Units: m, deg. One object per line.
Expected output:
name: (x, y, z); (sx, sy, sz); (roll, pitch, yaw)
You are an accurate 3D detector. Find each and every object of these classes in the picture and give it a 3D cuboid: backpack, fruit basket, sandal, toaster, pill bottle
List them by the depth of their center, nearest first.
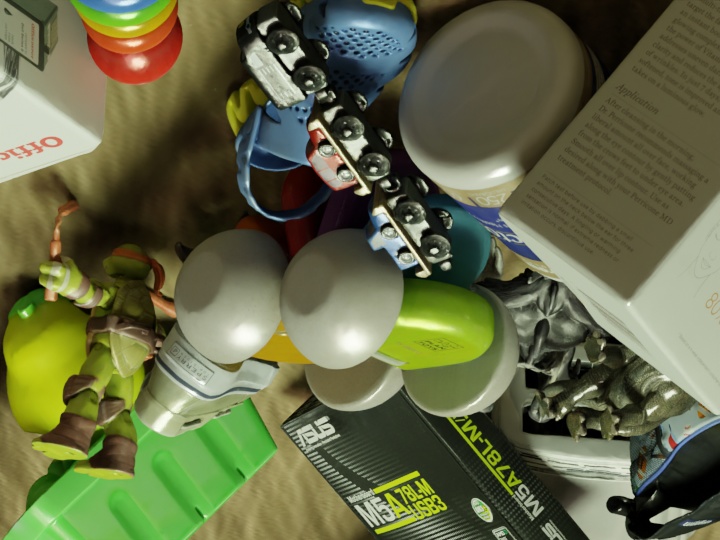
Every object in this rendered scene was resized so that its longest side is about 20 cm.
sandal: (-0.022, -0.094, 1.563); (0.079, 0.088, 0.200); (12, 149, -14)
pill bottle: (0.117, -0.062, 1.581); (0.115, 0.116, 0.200); (-14, 149, 28)
backpack: (0.275, 0.088, 1.755); (0.199, 0.155, 0.191); (2, 162, -12)
fruit basket: (-0.184, 0.112, 1.904); (0.214, 0.217, 0.156); (11, 154, -17)
toaster: (0.158, 0.121, 1.939); (0.199, 0.114, 0.129); (5, 149, 3)

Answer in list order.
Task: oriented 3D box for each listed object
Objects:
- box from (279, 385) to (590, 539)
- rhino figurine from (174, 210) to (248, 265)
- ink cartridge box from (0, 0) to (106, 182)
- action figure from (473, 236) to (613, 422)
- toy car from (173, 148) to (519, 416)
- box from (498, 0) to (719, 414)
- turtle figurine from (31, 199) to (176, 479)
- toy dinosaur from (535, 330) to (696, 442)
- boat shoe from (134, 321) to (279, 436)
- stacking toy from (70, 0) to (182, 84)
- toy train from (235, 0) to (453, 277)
box: (0.052, 0.151, 1.925); (0.193, 0.048, 0.200); (48, 153, -6)
rhino figurine: (-0.037, 0.011, 1.795); (0.199, 0.060, 0.087); (22, 151, -30)
ink cartridge box: (-0.254, -0.127, 1.515); (0.145, 0.085, 0.200); (-15, 148, 30)
action figure: (0.114, 0.022, 1.763); (0.118, 0.103, 0.200); (8, 154, -3)
toy car: (0.000, 0.000, 1.661); (0.199, 0.151, 0.175); (1, 163, 42)
box: (0.199, -0.051, 1.490); (0.106, 0.200, 0.152); (38, 175, 37)
turtle figurine: (-0.157, 0.051, 1.782); (0.064, 0.162, 0.200); (5, 164, 18)
toy dinosaur: (0.173, 0.072, 1.675); (0.102, 0.077, 0.200); (-7, 156, -26)
boat shoe: (-0.105, 0.064, 1.759); (0.062, 0.072, 0.200); (-49, 173, 7)
stacking toy: (-0.125, -0.160, 1.463); (0.085, 0.086, 0.200); (1, 159, 3)
toy train: (-0.008, -0.067, 1.512); (0.046, 0.034, 0.200); (-23, 125, 23)
